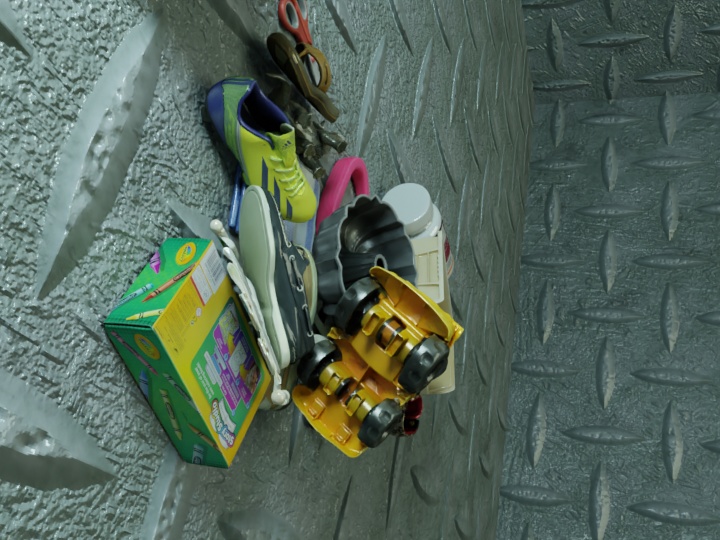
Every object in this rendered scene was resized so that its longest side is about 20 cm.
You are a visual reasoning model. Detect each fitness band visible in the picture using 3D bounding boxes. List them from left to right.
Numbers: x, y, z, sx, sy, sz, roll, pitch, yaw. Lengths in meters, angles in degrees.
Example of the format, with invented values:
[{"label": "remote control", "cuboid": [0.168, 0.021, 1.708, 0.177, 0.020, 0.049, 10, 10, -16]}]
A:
[{"label": "fitness band", "cuboid": [-0.019, -0.085, 1.093, 0.145, 0.037, 0.203, 69, 28, -44]}]

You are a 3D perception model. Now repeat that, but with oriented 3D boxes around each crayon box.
[{"label": "crayon box", "cuboid": [-0.161, 0.085, 0.691, 0.120, 0.057, 0.203, -66, 149, -46]}]

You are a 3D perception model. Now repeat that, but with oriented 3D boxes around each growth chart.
[{"label": "growth chart", "cuboid": [-0.108, 0.045, 0.701, 0.145, 0.017, 0.204, 92, -23, -73]}]

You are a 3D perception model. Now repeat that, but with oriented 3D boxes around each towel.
[{"label": "towel", "cuboid": [-0.102, -0.087, 0.889, 0.200, 0.023, 0.151, 40, 54, -64]}]

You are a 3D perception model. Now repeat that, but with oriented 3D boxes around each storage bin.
[{"label": "storage bin", "cuboid": [0.110, 0.077, 1.210, 0.201, 0.091, 0.203, -83, 165, -52]}]

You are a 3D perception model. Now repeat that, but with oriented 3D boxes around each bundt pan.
[{"label": "bundt pan", "cuboid": [0.000, 0.000, 0.980, 0.200, 0.074, 0.207, 22, 63, -51]}]

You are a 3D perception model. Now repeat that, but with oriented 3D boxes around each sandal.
[{"label": "sandal", "cuboid": [-0.064, -0.255, 0.896, 0.054, 0.081, 0.200, -43, 161, 5]}]

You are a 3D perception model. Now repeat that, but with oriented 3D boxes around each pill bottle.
[{"label": "pill bottle", "cuboid": [0.106, -0.062, 1.320, 0.201, 0.111, 0.116, 64, 34, -50]}]

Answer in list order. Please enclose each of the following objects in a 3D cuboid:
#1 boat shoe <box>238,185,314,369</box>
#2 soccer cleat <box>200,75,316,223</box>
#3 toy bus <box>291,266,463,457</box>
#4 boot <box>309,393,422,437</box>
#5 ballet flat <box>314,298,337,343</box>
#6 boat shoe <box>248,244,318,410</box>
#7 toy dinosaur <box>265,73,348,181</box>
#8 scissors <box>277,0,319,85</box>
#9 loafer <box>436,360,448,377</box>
[{"label": "boat shoe", "cuboid": [-0.086, 0.004, 0.778, 0.065, 0.074, 0.204, -13, 93, -35]}, {"label": "soccer cleat", "cuboid": [-0.096, -0.127, 0.775, 0.201, 0.082, 0.066, 55, 43, -38]}, {"label": "toy bus", "cuboid": [0.034, 0.110, 0.866, 0.202, 0.135, 0.191, -55, 161, 9]}, {"label": "boot", "cuboid": [0.022, 0.202, 1.055, 0.199, 0.147, 0.075, 3, 88, -70]}, {"label": "ballet flat", "cuboid": [-0.049, 0.090, 0.999, 0.071, 0.068, 0.204, 43, 45, -39]}, {"label": "boat shoe", "cuboid": [-0.102, 0.066, 0.834, 0.076, 0.070, 0.205, 16, 79, -54]}, {"label": "toy dinosaur", "cuboid": [-0.081, -0.177, 0.875, 0.078, 0.102, 0.199, -57, 144, 3]}, {"label": "scissors", "cuboid": [-0.070, -0.312, 0.976, 0.201, 0.014, 0.075, 59, 35, -52]}, {"label": "loafer", "cuboid": [0.063, 0.130, 1.058, 0.197, 0.068, 0.072, 3, 104, -40]}]
